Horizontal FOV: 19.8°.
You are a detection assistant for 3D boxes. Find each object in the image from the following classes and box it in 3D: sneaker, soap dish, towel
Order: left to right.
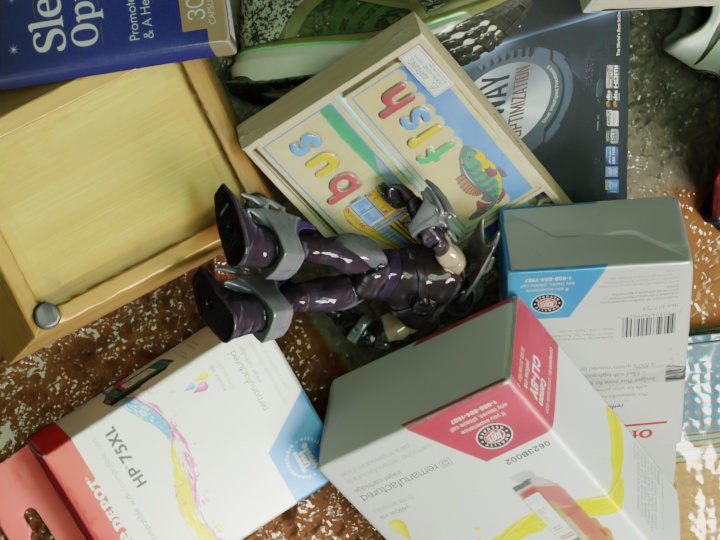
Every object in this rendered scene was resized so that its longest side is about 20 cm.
[{"bbox_3d":[-0.159,-0.055,1.254,0.200,0.081,0.158,-29,102,-15],"label":"soap dish"},{"bbox_3d":[0.006,-0.165,1.276,0.200,0.077,0.089,-11,81,13],"label":"sneaker"},{"bbox_3d":[0.228,0.141,1.426,0.146,0.022,0.200,-6,96,-17],"label":"towel"},{"bbox_3d":[0.251,-0.229,1.378,0.088,0.074,0.200,11,90,-20],"label":"sneaker"}]

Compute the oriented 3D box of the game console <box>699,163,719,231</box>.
[{"bbox_3d":[0.326,-0.100,1.389,0.172,0.119,0.200,34,84,-17],"label":"game console"}]

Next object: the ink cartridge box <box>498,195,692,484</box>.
[{"bbox_3d":[0.148,0.053,1.328,0.116,0.068,0.200,-3,130,0],"label":"ink cartridge box"}]

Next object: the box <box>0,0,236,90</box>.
[{"bbox_3d":[-0.179,-0.171,1.203,0.200,0.032,0.121,-9,82,5],"label":"box"}]

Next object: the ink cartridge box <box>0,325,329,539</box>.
[{"bbox_3d":[-0.125,0.126,1.285,0.200,0.067,0.116,-33,103,-13],"label":"ink cartridge box"}]

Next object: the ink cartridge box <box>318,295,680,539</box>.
[{"bbox_3d":[0.091,0.132,1.293,0.145,0.083,0.200,-27,121,25],"label":"ink cartridge box"}]

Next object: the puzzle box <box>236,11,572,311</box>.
[{"bbox_3d":[0.033,-0.057,1.277,0.133,0.025,0.200,-32,130,16],"label":"puzzle box"}]

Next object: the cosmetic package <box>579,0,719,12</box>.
[{"bbox_3d":[0.178,-0.271,1.319,0.105,0.071,0.200,-4,75,-18],"label":"cosmetic package"}]

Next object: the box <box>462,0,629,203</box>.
[{"bbox_3d":[0.095,-0.137,1.350,0.160,0.044,0.200,0,94,-18],"label":"box"}]

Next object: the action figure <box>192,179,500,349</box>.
[{"bbox_3d":[0.000,0.000,1.259,0.200,0.069,0.130,4,126,-34],"label":"action figure"}]
